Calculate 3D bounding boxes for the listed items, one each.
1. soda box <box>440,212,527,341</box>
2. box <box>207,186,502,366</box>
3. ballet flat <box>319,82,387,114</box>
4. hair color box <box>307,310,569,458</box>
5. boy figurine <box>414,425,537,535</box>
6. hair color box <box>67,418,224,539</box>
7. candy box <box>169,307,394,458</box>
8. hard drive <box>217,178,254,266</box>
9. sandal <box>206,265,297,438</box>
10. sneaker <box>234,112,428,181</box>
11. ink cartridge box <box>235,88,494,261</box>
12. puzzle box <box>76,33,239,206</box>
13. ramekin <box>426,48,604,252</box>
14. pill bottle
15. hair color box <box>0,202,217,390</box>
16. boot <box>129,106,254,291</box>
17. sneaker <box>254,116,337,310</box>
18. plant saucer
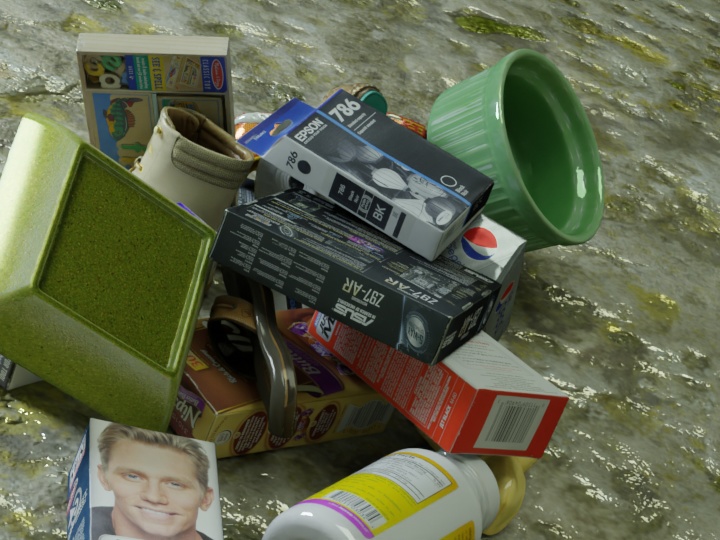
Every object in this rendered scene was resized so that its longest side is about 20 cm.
[{"bbox_3d":[0.098,0.020,1.528,0.068,0.200,0.063,30,70,13],"label":"soda box"},{"bbox_3d":[0.000,0.000,1.366,0.200,0.044,0.160,25,16,12],"label":"box"},{"bbox_3d":[-0.046,-0.093,1.610,0.065,0.200,0.071,18,-24,45],"label":"ballet flat"},{"bbox_3d":[0.060,0.076,1.393,0.111,0.064,0.200,9,22,-42],"label":"hair color box"},{"bbox_3d":[0.104,0.143,1.458,0.124,0.065,0.200,11,32,-21],"label":"boy figurine"},{"bbox_3d":[-0.150,0.194,1.193,0.100,0.061,0.200,14,30,-18],"label":"hair color box"},{"bbox_3d":[-0.076,0.091,1.424,0.200,0.057,0.117,-6,41,-40],"label":"candy box"},{"bbox_3d":[-0.061,-0.032,1.660,0.200,0.033,0.140,15,30,-15],"label":"hard drive"},{"bbox_3d":[-0.092,0.056,1.357,0.054,0.082,0.200,-9,45,-11],"label":"sandal"},{"bbox_3d":[-0.032,-0.116,1.680,0.200,0.073,0.077,-5,76,0],"label":"sneaker"},{"bbox_3d":[0.004,-0.091,1.429,0.200,0.039,0.099,30,41,13],"label":"ink cartridge box"},{"bbox_3d":[-0.179,-0.130,1.540,0.133,0.200,0.025,1,49,1],"label":"puzzle box"},{"bbox_3d":[0.152,-0.110,1.696,0.200,0.098,0.200,31,51,-46],"label":"ramekin"},{"bbox_3d":[0.022,0.195,1.270,0.104,0.104,0.200,37,31,23],"label":"pill bottle"},{"bbox_3d":[-0.214,0.018,1.390,0.065,0.109,0.200,39,32,25],"label":"hair color box"},{"bbox_3d":[-0.202,-0.083,1.517,0.200,0.156,0.073,27,30,7],"label":"boot"},{"bbox_3d":[-0.036,-0.045,1.549,0.073,0.200,0.112,12,17,34],"label":"sneaker"},{"bbox_3d":[-0.190,-0.001,1.295,0.200,0.048,0.200,36,50,-31],"label":"plant saucer"}]
